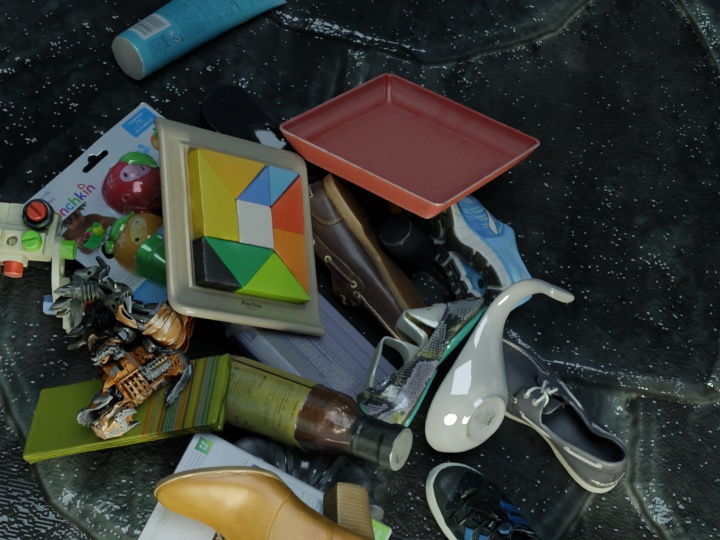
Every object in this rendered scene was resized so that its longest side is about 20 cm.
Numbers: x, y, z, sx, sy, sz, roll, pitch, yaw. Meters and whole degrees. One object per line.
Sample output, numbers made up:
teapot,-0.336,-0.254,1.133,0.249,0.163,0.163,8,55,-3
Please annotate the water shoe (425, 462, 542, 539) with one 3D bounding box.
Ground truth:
water shoe,0.143,0.254,1.571,0.071,0.079,0.200,-35,77,-26

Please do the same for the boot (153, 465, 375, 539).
boot,-0.077,0.246,1.401,0.200,0.071,0.145,7,60,-16

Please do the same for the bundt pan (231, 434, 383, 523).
bundt pan,-0.069,0.234,1.533,0.200,0.076,0.203,5,64,-10

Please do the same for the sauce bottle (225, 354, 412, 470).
sauce bottle,-0.049,0.132,1.503,0.199,0.066,0.066,19,58,28

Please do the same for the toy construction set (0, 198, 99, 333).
toy construction set,-0.342,0.000,1.565,0.199,0.092,0.132,9,74,-9

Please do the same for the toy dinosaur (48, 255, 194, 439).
toy dinosaur,-0.202,0.058,1.519,0.135,0.103,0.200,24,44,16

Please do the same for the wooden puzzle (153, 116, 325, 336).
wooden puzzle,-0.109,-0.042,1.565,0.184,0.037,0.201,11,61,-43

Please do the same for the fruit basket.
fruit basket,-0.203,-0.062,1.635,0.200,0.094,0.185,40,63,11

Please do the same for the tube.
tube,-0.174,-0.271,1.770,0.200,0.050,0.078,-37,82,-31

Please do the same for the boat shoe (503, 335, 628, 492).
boat shoe,0.192,0.132,1.651,0.073,0.063,0.200,-38,77,-23

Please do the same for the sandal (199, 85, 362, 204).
sandal,-0.085,-0.119,1.717,0.200,0.043,0.076,37,62,6

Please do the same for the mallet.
mallet,0.031,-0.082,1.720,0.041,0.066,0.201,-29,45,12

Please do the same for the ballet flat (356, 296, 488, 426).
ballet flat,0.055,0.075,1.583,0.072,0.072,0.200,35,49,5

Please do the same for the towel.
towel,-0.212,0.127,1.517,0.199,0.018,0.086,-12,42,18

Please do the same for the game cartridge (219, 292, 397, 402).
game cartridge,-0.047,0.079,1.603,0.200,0.038,0.129,45,36,10

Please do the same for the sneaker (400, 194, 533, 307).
sneaker,0.111,-0.035,1.720,0.090,0.078,0.201,-6,57,-45

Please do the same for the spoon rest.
spoon rest,0.128,0.091,1.606,0.099,0.201,0.061,20,16,-48

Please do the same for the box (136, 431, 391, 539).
box,-0.090,0.247,1.459,0.199,0.036,0.145,27,62,2

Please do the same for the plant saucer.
plant saucer,0.049,-0.123,1.682,0.199,0.037,0.200,27,35,25

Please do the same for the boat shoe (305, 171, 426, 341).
boat shoe,0.000,0.000,1.670,0.070,0.070,0.201,-35,85,13
